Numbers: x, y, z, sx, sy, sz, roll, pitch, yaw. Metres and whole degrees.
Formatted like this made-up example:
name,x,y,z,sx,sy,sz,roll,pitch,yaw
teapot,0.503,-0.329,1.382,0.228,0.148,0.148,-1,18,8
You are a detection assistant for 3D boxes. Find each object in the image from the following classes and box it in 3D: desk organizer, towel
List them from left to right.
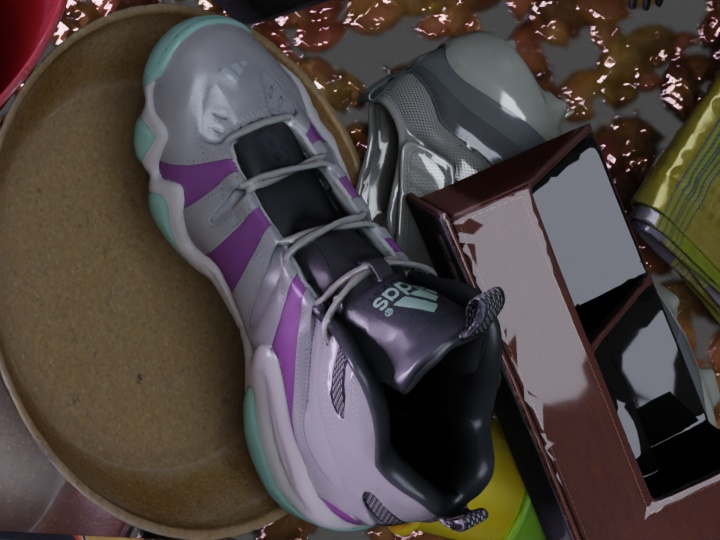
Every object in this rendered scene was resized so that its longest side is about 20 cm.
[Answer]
name,x,y,z,sx,sy,sz,roll,pitch,yaw
desk organizer,0.094,0.051,0.902,0.077,0.072,0.200,-24,101,-5
towel,0.186,-0.072,0.983,0.144,0.023,0.200,37,82,-49

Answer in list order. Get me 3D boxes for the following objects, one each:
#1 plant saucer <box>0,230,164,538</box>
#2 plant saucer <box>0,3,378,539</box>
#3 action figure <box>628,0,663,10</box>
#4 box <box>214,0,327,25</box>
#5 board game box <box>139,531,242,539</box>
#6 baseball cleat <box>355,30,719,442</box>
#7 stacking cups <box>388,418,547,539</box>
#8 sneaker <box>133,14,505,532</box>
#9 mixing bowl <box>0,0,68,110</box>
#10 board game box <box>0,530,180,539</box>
name,x,y,z,sx,sy,sz,roll,pitch,yaw
plant saucer,-0.175,0.052,0.912,0.200,0.037,0.201,0,92,-15
plant saucer,-0.071,0.001,0.906,0.200,0.035,0.200,8,78,-44
action figure,0.045,-0.181,0.925,0.119,0.200,0.102,3,131,-39
box,-0.079,-0.177,0.868,0.200,0.158,0.048,44,79,-13
board game box,0.010,0.174,0.932,0.200,0.028,0.135,9,52,-18
baseball cleat,0.063,0.007,0.961,0.106,0.070,0.200,-30,89,-21
stacking cups,0.112,0.103,0.982,0.200,0.061,0.061,17,87,-15
sneaker,0.000,0.000,0.846,0.078,0.140,0.200,-30,105,-29
mixing bowl,-0.199,-0.096,0.847,0.200,0.108,0.200,2,67,-6
board game box,-0.123,0.158,0.849,0.200,0.035,0.136,4,55,-11
